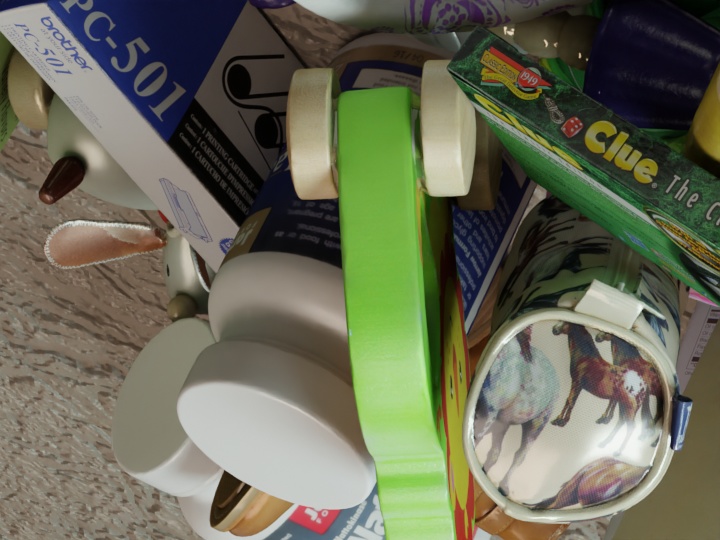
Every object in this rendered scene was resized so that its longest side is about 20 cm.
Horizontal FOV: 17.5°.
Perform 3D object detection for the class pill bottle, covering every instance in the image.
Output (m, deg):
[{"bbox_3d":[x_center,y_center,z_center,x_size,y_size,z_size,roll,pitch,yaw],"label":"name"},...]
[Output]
[{"bbox_3d":[-0.032,0.107,1.278,0.199,0.120,0.119,29,153,-34],"label":"pill bottle"},{"bbox_3d":[0.000,0.000,1.054,0.115,0.201,0.116,19,148,12],"label":"pill bottle"}]

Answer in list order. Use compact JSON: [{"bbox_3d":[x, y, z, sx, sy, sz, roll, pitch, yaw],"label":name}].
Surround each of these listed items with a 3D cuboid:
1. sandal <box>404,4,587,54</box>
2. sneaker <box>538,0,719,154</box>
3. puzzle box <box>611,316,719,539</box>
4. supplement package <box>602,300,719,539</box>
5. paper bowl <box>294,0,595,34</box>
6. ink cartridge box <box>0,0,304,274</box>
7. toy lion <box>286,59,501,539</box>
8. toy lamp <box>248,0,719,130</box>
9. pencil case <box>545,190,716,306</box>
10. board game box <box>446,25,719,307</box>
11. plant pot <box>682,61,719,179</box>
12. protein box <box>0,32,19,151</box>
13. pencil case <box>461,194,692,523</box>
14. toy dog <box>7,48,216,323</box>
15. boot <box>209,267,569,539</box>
[{"bbox_3d":[0.008,-0.146,0.982,0.201,0.050,0.083,16,132,25],"label":"sandal"},{"bbox_3d":[0.150,-0.064,0.930,0.200,0.074,0.084,37,145,24],"label":"sneaker"},{"bbox_3d":[0.160,0.082,0.888,0.025,0.134,0.200,28,176,-14],"label":"puzzle box"},{"bbox_3d":[0.219,0.114,1.058,0.150,0.201,0.152,5,144,32],"label":"supplement package"},{"bbox_3d":[0.050,-0.173,0.799,0.199,0.105,0.201,-14,158,-6],"label":"paper bowl"},{"bbox_3d":[-0.080,-0.085,1.092,0.044,0.094,0.200,-5,138,41],"label":"ink cartridge box"},{"bbox_3d":[0.020,0.025,0.892,0.068,0.193,0.200,-3,178,7],"label":"toy lion"},{"bbox_3d":[0.050,-0.100,0.913,0.199,0.058,0.058,18,149,21],"label":"toy lamp"},{"bbox_3d":[0.180,-0.017,1.006,0.199,0.088,0.088,12,147,25],"label":"pencil case"},{"bbox_3d":[0.122,-0.007,0.778,0.200,0.024,0.105,36,178,26],"label":"board game box"},{"bbox_3d":[0.220,-0.067,0.810,0.199,0.201,0.176,27,163,-1],"label":"plant pot"},{"bbox_3d":[-0.262,-0.087,1.123,0.134,0.201,0.199,23,149,5],"label":"protein box"},{"bbox_3d":[0.087,0.023,0.885,0.078,0.200,0.090,35,108,-2],"label":"pencil case"},{"bbox_3d":[-0.115,-0.031,1.198,0.131,0.097,0.200,-6,136,43],"label":"toy dog"},{"bbox_3d":[0.033,0.095,1.191,0.155,0.200,0.077,45,168,-18],"label":"boot"}]
